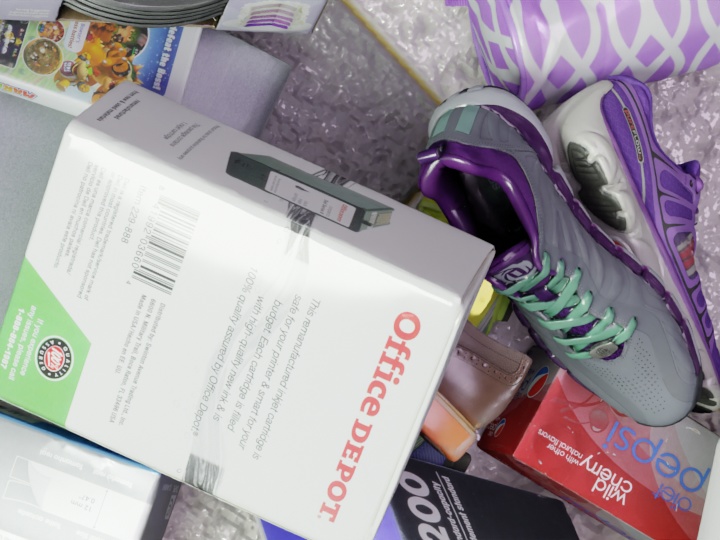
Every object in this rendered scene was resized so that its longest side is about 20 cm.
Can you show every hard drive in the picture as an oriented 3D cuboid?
[{"bbox_3d":[-0.138,-0.043,1.263,0.139,0.033,0.201,26,85,-14],"label":"hard drive"}]

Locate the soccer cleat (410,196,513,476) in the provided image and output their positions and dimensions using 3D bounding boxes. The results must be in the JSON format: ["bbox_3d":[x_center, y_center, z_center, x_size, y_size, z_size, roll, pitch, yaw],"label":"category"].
[{"bbox_3d":[0.033,0.014,1.293,0.083,0.065,0.201,13,89,-19],"label":"soccer cleat"}]

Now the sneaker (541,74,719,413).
[{"bbox_3d":[0.157,-0.011,1.303,0.083,0.080,0.201,-41,125,-29],"label":"sneaker"}]

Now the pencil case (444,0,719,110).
[{"bbox_3d":[0.152,-0.144,1.315,0.199,0.084,0.086,-15,61,-16],"label":"pencil case"}]

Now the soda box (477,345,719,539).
[{"bbox_3d":[0.166,0.116,1.334,0.199,0.063,0.070,32,83,-13],"label":"soda box"}]

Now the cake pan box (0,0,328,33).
[{"bbox_3d":[-0.111,-0.209,1.224,0.183,0.052,0.201,2,69,-13],"label":"cake pan box"}]

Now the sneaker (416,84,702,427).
[{"bbox_3d":[0.090,0.009,1.224,0.074,0.088,0.200,-34,100,29],"label":"sneaker"}]

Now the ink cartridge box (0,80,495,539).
[{"bbox_3d":[-0.056,0.023,1.171,0.199,0.084,0.147,25,113,6],"label":"ink cartridge box"}]

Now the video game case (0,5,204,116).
[{"bbox_3d":[-0.170,-0.156,1.223,0.199,0.018,0.144,18,65,-9],"label":"video game case"}]

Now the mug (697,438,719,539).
[{"bbox_3d":[0.237,0.148,1.270,0.149,0.187,0.154,2,81,17],"label":"mug"}]

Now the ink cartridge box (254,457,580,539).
[{"bbox_3d":[0.053,0.178,1.216,0.199,0.199,0.043,16,127,-38],"label":"ink cartridge box"}]

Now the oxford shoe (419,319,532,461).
[{"bbox_3d":[0.000,0.000,1.245,0.073,0.071,0.200,-44,93,-4],"label":"oxford shoe"}]

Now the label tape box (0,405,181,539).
[{"bbox_3d":[-0.188,0.168,1.218,0.143,0.066,0.201,19,85,7],"label":"label tape box"}]
